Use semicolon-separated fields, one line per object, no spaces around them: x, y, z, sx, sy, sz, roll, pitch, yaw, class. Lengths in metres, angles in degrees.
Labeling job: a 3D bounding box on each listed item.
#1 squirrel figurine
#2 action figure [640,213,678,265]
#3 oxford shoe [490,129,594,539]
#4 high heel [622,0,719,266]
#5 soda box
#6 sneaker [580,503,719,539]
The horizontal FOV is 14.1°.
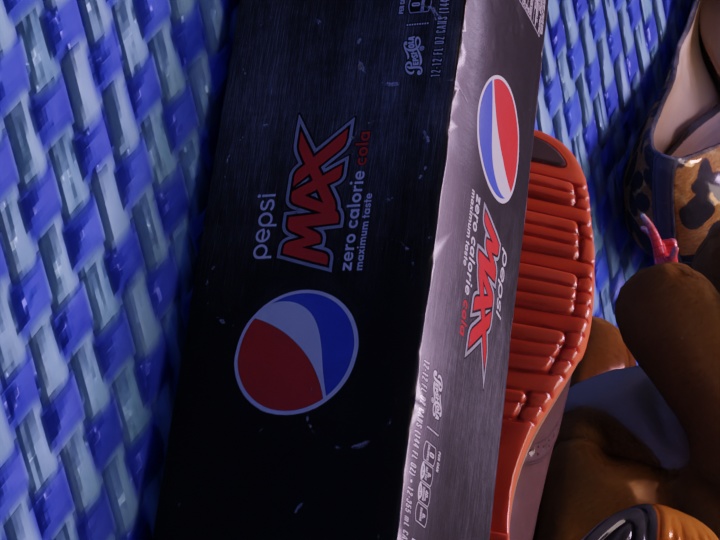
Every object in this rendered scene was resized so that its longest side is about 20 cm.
0.152;0.078;0.919;0.141;0.186;0.201;-9;78;-66;squirrel figurine
0.148;0.031;1.086;0.200;0.065;0.099;72;2;-77;action figure
0.023;0.051;0.834;0.073;0.071;0.201;88;17;-61;oxford shoe
0.150;-0.091;1.124;0.143;0.071;0.201;44;57;-68;high heel
0.000;0.000;0.752;0.063;0.071;0.201;49;44;-56;soda box
0.056;0.165;0.863;0.092;0.075;0.201;164;-55;-82;sneaker
